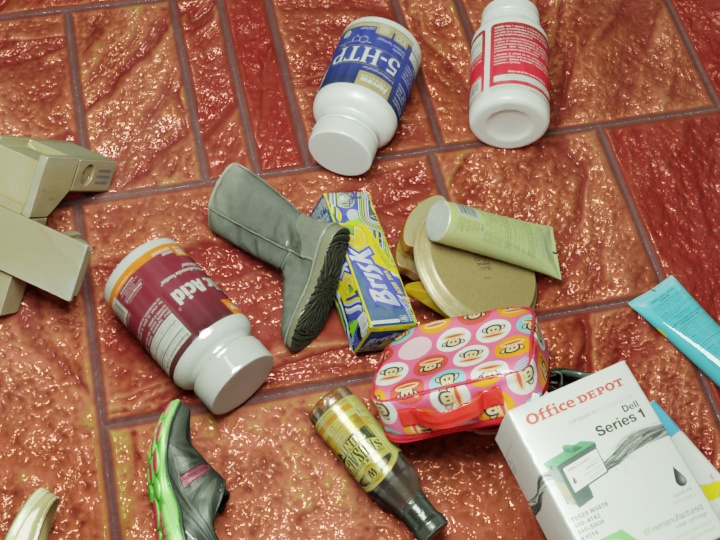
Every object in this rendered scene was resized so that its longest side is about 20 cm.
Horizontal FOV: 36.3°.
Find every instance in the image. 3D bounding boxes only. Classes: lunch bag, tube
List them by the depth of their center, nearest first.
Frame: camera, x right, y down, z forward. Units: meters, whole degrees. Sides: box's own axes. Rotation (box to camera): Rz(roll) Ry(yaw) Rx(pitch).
[{"bbox_3d":[0.114,0.123,1.244,0.198,0.083,0.176,-14,23,18],"label":"lunch bag"},{"bbox_3d":[0.173,-0.040,1.369,0.199,0.059,0.052,12,10,-32],"label":"tube"},{"bbox_3d":[0.434,0.091,1.384,0.077,0.051,0.200,-27,61,-24],"label":"tube"}]

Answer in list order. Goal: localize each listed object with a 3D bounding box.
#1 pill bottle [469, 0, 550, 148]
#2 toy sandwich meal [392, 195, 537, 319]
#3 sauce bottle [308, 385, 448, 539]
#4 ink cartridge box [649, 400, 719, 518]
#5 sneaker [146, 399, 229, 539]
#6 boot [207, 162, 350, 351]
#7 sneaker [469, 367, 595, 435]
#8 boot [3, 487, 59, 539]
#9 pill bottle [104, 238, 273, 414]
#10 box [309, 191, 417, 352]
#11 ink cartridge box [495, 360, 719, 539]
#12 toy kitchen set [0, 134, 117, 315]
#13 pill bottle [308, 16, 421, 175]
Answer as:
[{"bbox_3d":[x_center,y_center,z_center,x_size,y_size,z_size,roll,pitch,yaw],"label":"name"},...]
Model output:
[{"bbox_3d":[0.210,-0.282,1.542,0.111,0.113,0.202,6,59,-1],"label":"pill bottle"},{"bbox_3d":[0.132,0.002,1.392,0.204,0.070,0.207,16,55,-24],"label":"toy sandwich meal"},{"bbox_3d":[0.023,0.223,1.255,0.066,0.066,0.200,-34,66,-22],"label":"sauce bottle"},{"bbox_3d":[0.320,0.283,1.199,0.145,0.147,0.200,-31,66,-20],"label":"ink cartridge box"},{"bbox_3d":[-0.192,0.243,1.231,0.083,0.077,0.202,1,61,-25],"label":"sneaker"},{"bbox_3d":[-0.118,-0.019,1.373,0.199,0.072,0.183,24,98,26],"label":"boot"},{"bbox_3d":[0.197,0.142,1.308,0.198,0.082,0.078,-5,60,-6],"label":"sneaker"},{"bbox_3d":[-0.310,0.341,1.153,0.153,0.072,0.202,12,64,3],"label":"boot"},{"bbox_3d":[-0.202,0.066,1.299,0.114,0.114,0.200,-37,69,-23],"label":"pill bottle"},{"bbox_3d":[0.000,0.000,1.376,0.069,0.064,0.201,-3,59,-29],"label":"box"},{"bbox_3d":[0.245,0.212,1.102,0.145,0.085,0.201,-21,65,-13],"label":"ink cartridge box"},{"bbox_3d":[-0.375,-0.044,1.374,0.162,0.180,0.202,23,100,12],"label":"toy kitchen set"},{"bbox_3d":[0.002,-0.234,1.492,0.119,0.120,0.201,17,60,5],"label":"pill bottle"}]
